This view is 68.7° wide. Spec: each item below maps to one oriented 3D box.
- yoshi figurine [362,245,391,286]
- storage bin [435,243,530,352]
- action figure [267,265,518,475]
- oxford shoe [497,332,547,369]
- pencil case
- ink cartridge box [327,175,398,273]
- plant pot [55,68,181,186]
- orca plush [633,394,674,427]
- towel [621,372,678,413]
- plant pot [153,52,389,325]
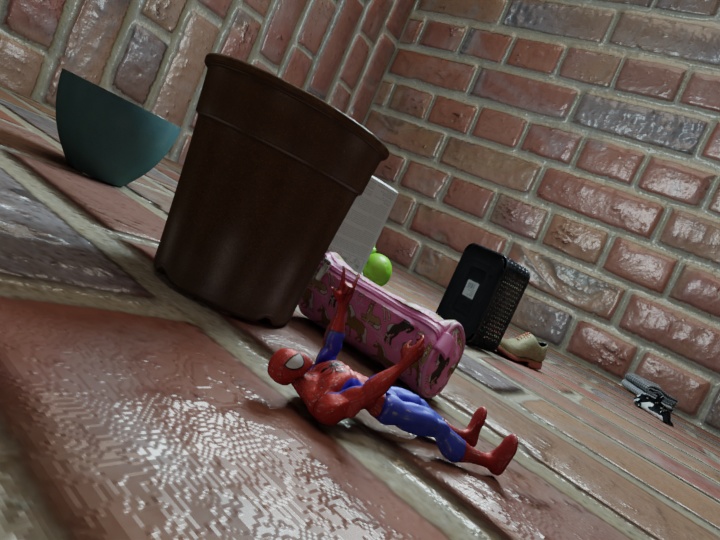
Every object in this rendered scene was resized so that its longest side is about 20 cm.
[{"bbox_3d":[0.015,0.001,1.035,0.111,0.114,0.200,31,7,-7],"label":"yoshi figurine"},{"bbox_3d":[0.269,0.059,1.174,0.092,0.204,0.135,21,6,-35],"label":"storage bin"},{"bbox_3d":[0.033,0.071,0.370,0.196,0.101,0.065,21,4,-26],"label":"action figure"},{"bbox_3d":[0.383,0.179,1.283,0.197,0.076,0.070,23,5,-36],"label":"oxford shoe"},{"bbox_3d":[0.019,0.053,0.564,0.198,0.084,0.086,30,5,34],"label":"pencil case"},{"bbox_3d":[-0.040,-0.070,0.857,0.161,0.204,0.057,21,10,-44],"label":"ink cartridge box"},{"bbox_3d":[-0.422,-0.225,0.889,0.196,0.138,0.200,25,4,-2],"label":"plant pot"},{"bbox_3d":[0.972,0.438,1.736,0.103,0.073,0.200,27,4,13],"label":"orca plush"},{"bbox_3d":[1.307,0.546,2.372,0.196,0.087,0.166,25,5,-12],"label":"towel"},{"bbox_3d":[-0.098,-0.068,0.526,0.196,0.203,0.200,24,5,-2],"label":"plant pot"}]
